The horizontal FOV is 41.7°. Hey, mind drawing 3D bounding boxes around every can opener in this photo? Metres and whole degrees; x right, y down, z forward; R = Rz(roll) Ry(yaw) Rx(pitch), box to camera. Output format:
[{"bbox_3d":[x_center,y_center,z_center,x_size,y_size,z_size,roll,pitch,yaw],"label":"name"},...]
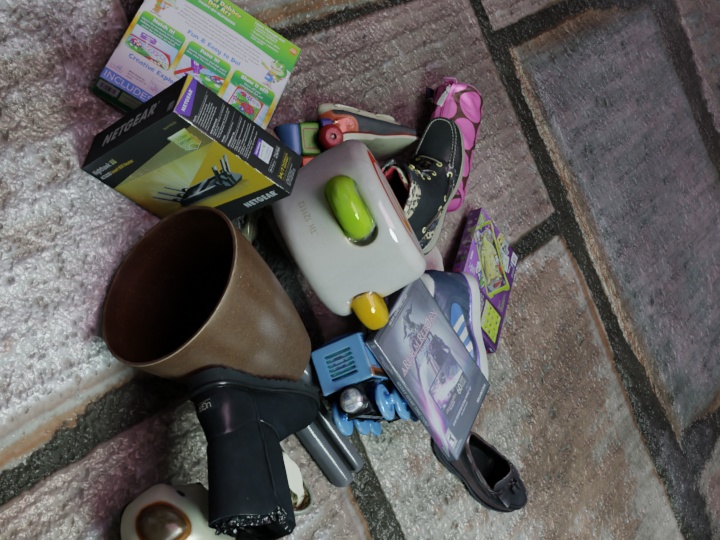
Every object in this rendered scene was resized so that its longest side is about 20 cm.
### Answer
[{"bbox_3d":[-0.054,0.181,1.169,0.200,0.067,0.053,56,49,-15],"label":"can opener"}]

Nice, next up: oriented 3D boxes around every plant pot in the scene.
[{"bbox_3d":[-0.148,0.060,1.054,0.200,0.186,0.188,41,53,-44],"label":"plant pot"}]

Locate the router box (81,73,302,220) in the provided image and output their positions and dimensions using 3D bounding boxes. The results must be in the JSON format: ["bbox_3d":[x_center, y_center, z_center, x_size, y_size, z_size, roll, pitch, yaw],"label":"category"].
[{"bbox_3d":[-0.186,-0.117,1.033,0.157,0.199,0.052,34,57,-31],"label":"router box"}]

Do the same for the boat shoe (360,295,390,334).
[{"bbox_3d":[0.000,0.000,1.268,0.072,0.065,0.201,-27,113,-74],"label":"boat shoe"}]

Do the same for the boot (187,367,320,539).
[{"bbox_3d":[-0.100,0.201,0.997,0.200,0.076,0.169,26,44,-55],"label":"boot"}]

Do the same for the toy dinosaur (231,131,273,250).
[{"bbox_3d":[-0.133,-0.074,1.134,0.047,0.088,0.201,9,91,-1],"label":"toy dinosaur"}]

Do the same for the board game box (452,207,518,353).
[{"bbox_3d":[0.187,0.014,1.446,0.120,0.032,0.201,53,41,-32],"label":"board game box"}]

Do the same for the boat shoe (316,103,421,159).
[{"bbox_3d":[0.016,-0.198,1.338,0.199,0.071,0.063,-4,69,-47],"label":"boat shoe"}]

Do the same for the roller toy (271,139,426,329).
[{"bbox_3d":[-0.018,-0.046,1.117,0.200,0.139,0.183,57,9,-36],"label":"roller toy"}]

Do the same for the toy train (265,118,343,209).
[{"bbox_3d":[-0.082,-0.093,1.219,0.115,0.085,0.201,-4,89,-28],"label":"toy train"}]

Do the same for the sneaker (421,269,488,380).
[{"bbox_3d":[0.093,0.100,1.288,0.146,0.080,0.201,-4,92,-31],"label":"sneaker"}]

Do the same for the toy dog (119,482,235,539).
[{"bbox_3d":[-0.179,0.317,0.989,0.193,0.139,0.201,-24,96,-18],"label":"toy dog"}]

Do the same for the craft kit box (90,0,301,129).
[{"bbox_3d":[-0.192,-0.244,1.142,0.199,0.048,0.198,31,61,-18],"label":"craft kit box"}]

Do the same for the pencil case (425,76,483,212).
[{"bbox_3d":[0.130,-0.190,1.431,0.094,0.090,0.201,67,30,-59],"label":"pencil case"}]

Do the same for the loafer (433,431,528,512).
[{"bbox_3d":[0.187,0.292,1.369,0.200,0.063,0.072,42,54,-27],"label":"loafer"}]

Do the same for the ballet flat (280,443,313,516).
[{"bbox_3d":[-0.116,0.204,1.108,0.067,0.064,0.201,-41,107,-42],"label":"ballet flat"}]

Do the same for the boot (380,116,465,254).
[{"bbox_3d":[0.081,-0.132,1.283,0.154,0.073,0.205,34,71,-66],"label":"boot"}]

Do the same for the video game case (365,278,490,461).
[{"bbox_3d":[0.090,0.120,1.196,0.200,0.019,0.143,56,40,-20],"label":"video game case"}]

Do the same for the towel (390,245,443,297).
[{"bbox_3d":[0.077,0.060,1.349,0.132,0.034,0.201,-3,81,-44],"label":"towel"}]

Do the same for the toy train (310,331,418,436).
[{"bbox_3d":[0.013,0.143,1.190,0.200,0.086,0.115,24,46,-67],"label":"toy train"}]
